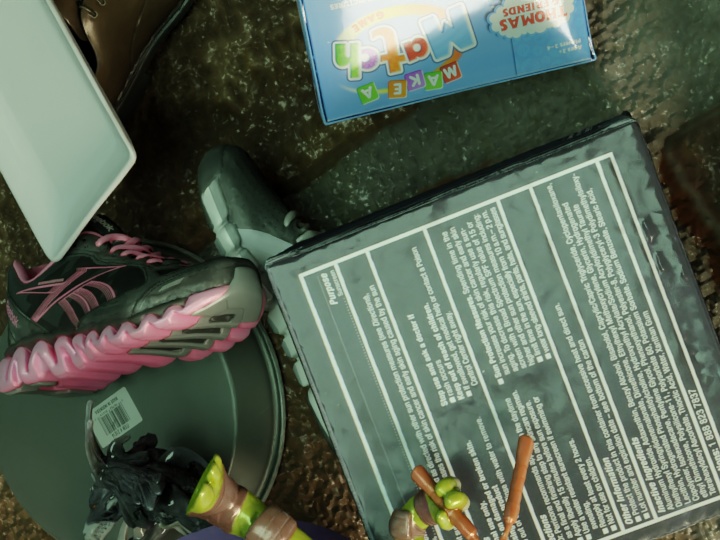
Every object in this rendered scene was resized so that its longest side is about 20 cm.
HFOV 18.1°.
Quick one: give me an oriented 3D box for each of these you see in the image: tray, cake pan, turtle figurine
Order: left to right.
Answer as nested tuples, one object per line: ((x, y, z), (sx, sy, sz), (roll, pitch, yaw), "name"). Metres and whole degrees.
((-0.188, -0.115, 1.271), (0.107, 0.022, 0.201), (-46, 67, 41), "tray")
((-0.140, 0.083, 1.341), (0.199, 0.037, 0.202), (2, 95, 25), "cake pan")
((-0.010, 0.148, 1.080), (0.160, 0.064, 0.201), (24, 92, -5), "turtle figurine")

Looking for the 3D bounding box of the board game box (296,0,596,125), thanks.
((0.032, -0.189, 1.164), (0.150, 0.037, 0.202), (-13, 113, -4), "board game box")

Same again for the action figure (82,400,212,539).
((-0.092, 0.163, 1.247), (0.200, 0.119, 0.102), (38, 89, -14), "action figure")

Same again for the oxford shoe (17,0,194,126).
((-0.142, -0.164, 1.298), (0.072, 0.084, 0.201), (27, 103, 23), "oxford shoe")

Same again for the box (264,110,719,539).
((0.082, 0.047, 1.151), (0.197, 0.123, 0.202), (-21, 93, 7), "box")

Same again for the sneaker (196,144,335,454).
((0.000, 0.000, 1.257), (0.115, 0.075, 0.201), (-29, 92, 19), "sneaker")

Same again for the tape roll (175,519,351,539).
((-0.051, 0.237, 1.179), (0.201, 0.199, 0.085), (-67, 27, 14), "tape roll")

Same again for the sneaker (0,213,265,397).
((-0.135, 0.010, 1.263), (0.199, 0.079, 0.096), (-17, 71, 39), "sneaker")
